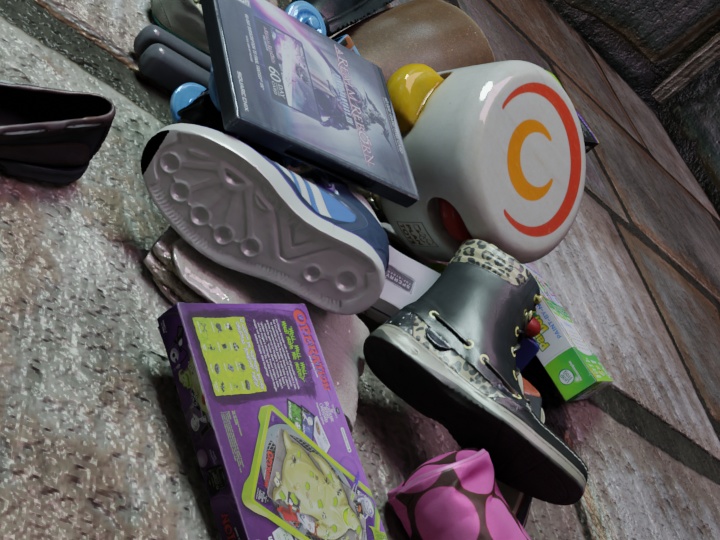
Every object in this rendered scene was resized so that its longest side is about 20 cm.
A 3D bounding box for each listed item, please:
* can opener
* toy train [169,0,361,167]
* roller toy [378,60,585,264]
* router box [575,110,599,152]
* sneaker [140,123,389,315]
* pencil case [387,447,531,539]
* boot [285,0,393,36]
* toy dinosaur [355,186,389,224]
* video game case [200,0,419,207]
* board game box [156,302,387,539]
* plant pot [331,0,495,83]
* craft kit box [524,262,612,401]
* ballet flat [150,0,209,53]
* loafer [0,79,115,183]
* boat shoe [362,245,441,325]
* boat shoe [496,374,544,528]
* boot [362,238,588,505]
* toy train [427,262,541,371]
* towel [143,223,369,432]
[{"bbox_3d":[-0.112,-0.174,0.875,0.200,0.067,0.054,25,35,-45],"label":"can opener"},{"bbox_3d":[-0.074,-0.145,0.810,0.114,0.086,0.200,55,50,-21],"label":"toy train"},{"bbox_3d":[0.107,-0.098,0.888,0.199,0.139,0.184,-4,95,-43],"label":"roller toy"},{"bbox_3d":[0.163,-0.107,1.082,0.052,0.200,0.157,57,25,12],"label":"router box"},{"bbox_3d":[-0.066,-0.050,0.715,0.199,0.081,0.147,33,16,-12],"label":"sneaker"},{"bbox_3d":[0.108,0.222,0.689,0.093,0.091,0.201,-29,81,-29],"label":"pencil case"},{"bbox_3d":[-0.054,-0.323,0.959,0.200,0.076,0.169,-45,112,-47],"label":"boot"},{"bbox_3d":[0.091,-0.053,0.999,0.199,0.088,0.047,31,-13,0],"label":"toy dinosaur"},{"bbox_3d":[-0.037,-0.138,0.739,0.199,0.019,0.144,18,49,-45],"label":"video game case"},{"bbox_3d":[-0.050,0.115,0.599,0.120,0.032,0.201,1,62,-47],"label":"board game box"},{"bbox_3d":[0.018,-0.192,1.013,0.200,0.187,0.187,-22,74,-50],"label":"plant pot"},{"bbox_3d":[0.209,0.054,1.079,0.198,0.048,0.200,56,12,17],"label":"craft kit box"},{"bbox_3d":[-0.116,-0.230,0.946,0.200,0.064,0.068,27,34,-41],"label":"ballet flat"},{"bbox_3d":[-0.237,-0.101,0.575,0.200,0.063,0.072,3,52,-57],"label":"loafer"},{"bbox_3d":[0.000,0.000,0.825,0.199,0.066,0.072,29,61,-16],"label":"boat shoe"},{"bbox_3d":[0.130,0.164,0.823,0.063,0.071,0.200,54,26,-23],"label":"boat shoe"},{"bbox_3d":[0.121,0.074,0.764,0.203,0.074,0.154,37,54,8],"label":"boot"},{"bbox_3d":[0.078,0.021,0.931,0.200,0.085,0.116,36,12,-13],"label":"toy train"},{"bbox_3d":[-0.069,0.024,0.721,0.200,0.034,0.133,43,27,-16],"label":"towel"}]
